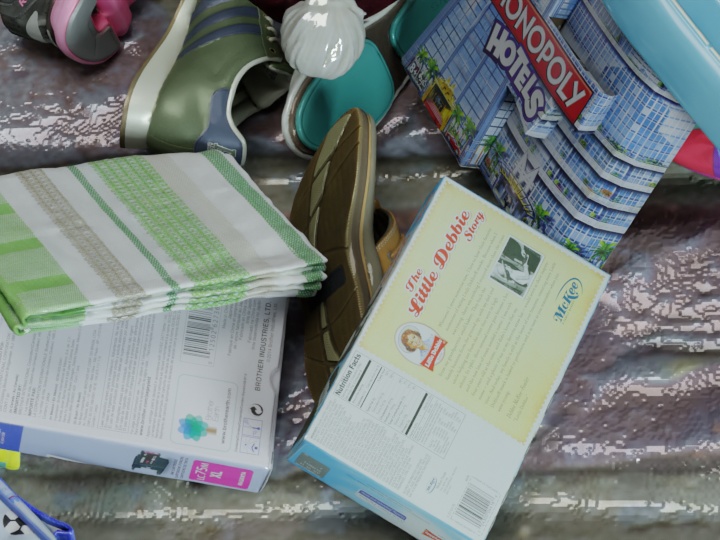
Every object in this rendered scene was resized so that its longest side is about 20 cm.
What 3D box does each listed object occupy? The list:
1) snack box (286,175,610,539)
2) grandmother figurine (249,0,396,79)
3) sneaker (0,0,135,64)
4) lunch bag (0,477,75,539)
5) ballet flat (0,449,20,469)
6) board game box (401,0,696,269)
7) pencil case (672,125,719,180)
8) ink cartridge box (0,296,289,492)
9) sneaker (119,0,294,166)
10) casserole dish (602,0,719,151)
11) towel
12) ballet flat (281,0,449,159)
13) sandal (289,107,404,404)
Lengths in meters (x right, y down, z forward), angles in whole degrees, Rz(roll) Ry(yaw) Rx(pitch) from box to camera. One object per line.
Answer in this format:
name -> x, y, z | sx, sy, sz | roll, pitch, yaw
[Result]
snack box -> 0.053, 0.053, 1.450 | 0.116, 0.037, 0.200 | 31, 58, -4
grandmother figurine -> -0.025, -0.181, 1.613 | 0.121, 0.061, 0.200 | -8, 32, 3
sneaker -> -0.180, -0.228, 1.757 | 0.095, 0.079, 0.200 | 9, 51, 34
lunch bag -> -0.245, 0.176, 1.429 | 0.160, 0.076, 0.200 | -36, 51, -20
ballet flat -> -0.175, 0.039, 1.540 | 0.067, 0.067, 0.200 | 32, 63, 9
board game box -> 0.125, -0.136, 1.523 | 0.062, 0.200, 0.200 | 5, 40, -32
pencil case -> 0.264, -0.081, 1.517 | 0.200, 0.088, 0.088 | 24, 60, 28
ink cartridge box -> -0.146, 0.054, 1.477 | 0.200, 0.042, 0.119 | 11, 57, -9
sneaker -> -0.082, -0.140, 1.666 | 0.090, 0.067, 0.200 | 18, 51, 8
casserole dish -> 0.222, -0.137, 1.442 | 0.121, 0.039, 0.200 | -32, 78, -25
towel -> -0.138, -0.017, 1.497 | 0.200, 0.031, 0.149 | -9, 36, -30
ballet flat -> 0.000, -0.140, 1.648 | 0.069, 0.069, 0.200 | 23, 55, 28
sandal -> 0.000, 0.000, 1.524 | 0.054, 0.080, 0.200 | 13, 58, -33
